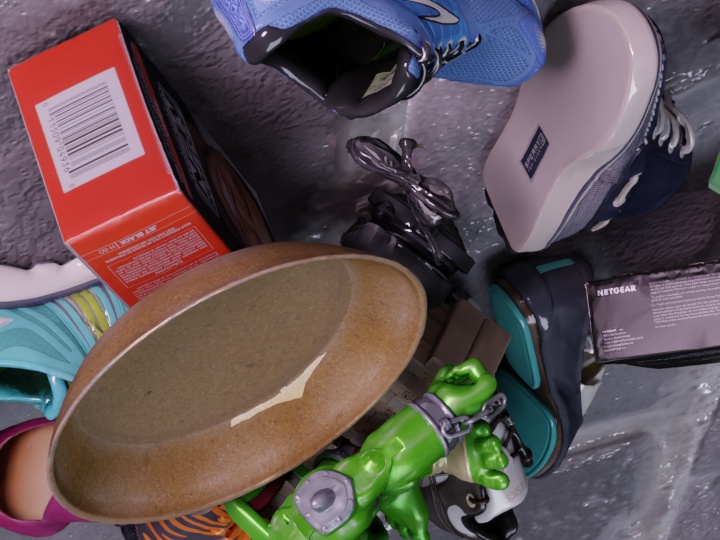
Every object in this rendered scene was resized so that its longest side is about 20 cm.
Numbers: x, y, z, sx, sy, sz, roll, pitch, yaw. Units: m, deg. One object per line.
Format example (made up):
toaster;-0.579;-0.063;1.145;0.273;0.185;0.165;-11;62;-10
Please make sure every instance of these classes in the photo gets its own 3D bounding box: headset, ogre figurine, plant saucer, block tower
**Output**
headset;0.000;0.000;1.462;0.124;0.094;0.200;-55;-177;-31
ogre figurine;-0.004;0.125;1.477;0.120;0.098;0.200;-30;-176;-33
plant saucer;-0.063;0.046;1.340;0.200;0.036;0.200;-24;151;-14
block tower;0.004;0.088;1.576;0.054;0.058;0.200;37;132;-7

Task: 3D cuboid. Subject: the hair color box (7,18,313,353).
hair color box;-0.092;-0.026;1.350;0.061;0.102;0.200;-24;153;6

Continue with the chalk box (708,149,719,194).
chalk box;0.265;-0.066;1.388;0.124;0.124;0.201;4;112;-37

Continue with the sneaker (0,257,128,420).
sneaker;-0.148;0.041;1.459;0.199;0.080;0.078;-8;150;-22

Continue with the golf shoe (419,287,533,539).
golf shoe;0.065;0.088;1.637;0.078;0.094;0.200;-41;154;-22

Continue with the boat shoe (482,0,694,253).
boat shoe;0.133;-0.081;1.438;0.092;0.075;0.200;-15;161;-23

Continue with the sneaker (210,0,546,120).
sneaker;0.009;-0.103;1.286;0.199;0.089;0.079;7;144;-41

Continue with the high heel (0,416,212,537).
high heel;-0.170;0.100;1.471;0.199;0.068;0.096;-8;163;43

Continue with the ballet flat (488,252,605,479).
ballet flat;0.114;0.054;1.665;0.073;0.073;0.200;-15;146;-7

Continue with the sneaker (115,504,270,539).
sneaker;-0.066;0.129;1.553;0.078;0.112;0.200;-46;-178;-27

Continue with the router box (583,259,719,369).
router box;0.241;0.019;1.597;0.199;0.051;0.149;-9;174;18
